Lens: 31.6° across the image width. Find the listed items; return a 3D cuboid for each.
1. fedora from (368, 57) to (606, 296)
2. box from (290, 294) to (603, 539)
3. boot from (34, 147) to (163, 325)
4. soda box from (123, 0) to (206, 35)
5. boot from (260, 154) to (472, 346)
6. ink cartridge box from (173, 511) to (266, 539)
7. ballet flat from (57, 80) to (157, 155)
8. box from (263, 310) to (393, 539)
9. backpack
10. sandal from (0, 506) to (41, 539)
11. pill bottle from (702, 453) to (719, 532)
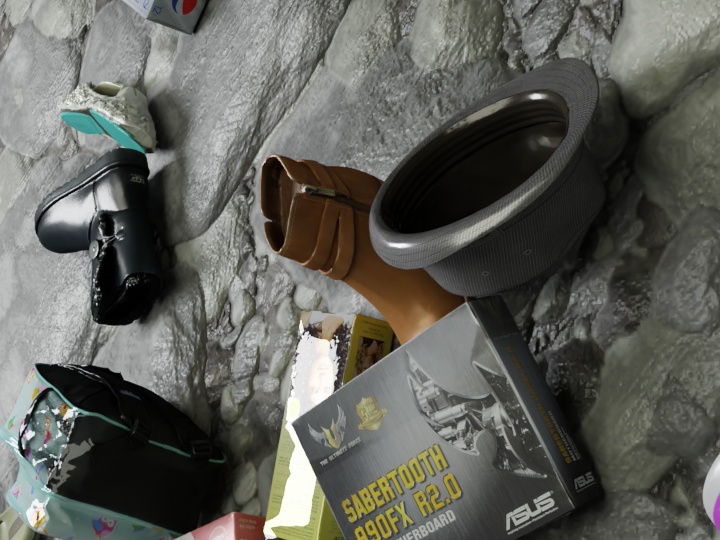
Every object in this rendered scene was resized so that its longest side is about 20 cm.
[{"bbox_3d":[0.105,-0.052,0.916,0.199,0.090,0.177,-34,28,12],"label":"fedora"},{"bbox_3d":[0.057,0.135,0.926,0.199,0.048,0.160,-36,75,35],"label":"box"},{"bbox_3d":[-0.287,-0.016,1.378,0.199,0.076,0.170,-32,56,39],"label":"boot"},{"bbox_3d":[-0.243,-0.335,1.441,0.200,0.063,0.069,40,109,47],"label":"soda box"},{"bbox_3d":[0.000,0.000,0.989,0.074,0.154,0.201,-46,48,27],"label":"boot"},{"bbox_3d":[-0.112,0.321,1.077,0.116,0.067,0.202,-31,55,38],"label":"ink cartridge box"},{"bbox_3d":[-0.278,-0.182,1.434,0.199,0.071,0.072,22,94,49],"label":"ballet flat"},{"bbox_3d":[-0.027,0.137,1.057,0.075,0.050,0.202,-1,78,48],"label":"box"},{"bbox_3d":[-0.246,0.172,1.198,0.200,0.175,0.154,36,101,52],"label":"backpack"},{"bbox_3d":[-0.423,0.319,1.439,0.202,0.057,0.080,-53,45,23],"label":"sandal"},{"bbox_3d":[0.276,0.166,0.665,0.105,0.104,0.201,-54,45,21],"label":"pill bottle"}]
